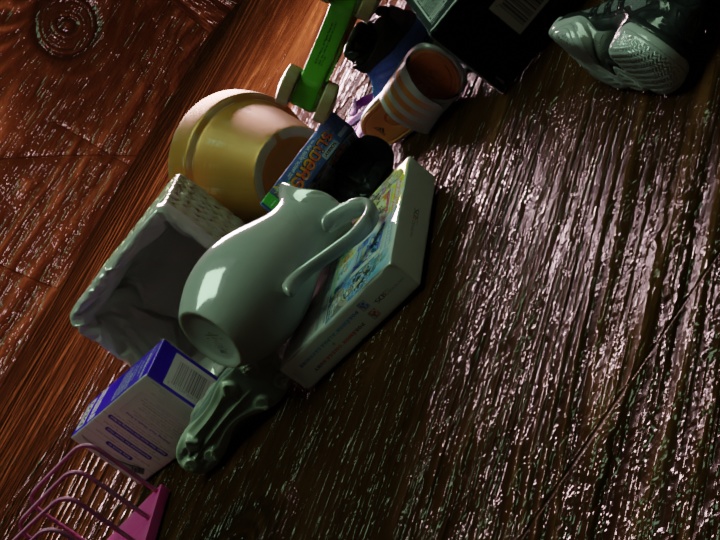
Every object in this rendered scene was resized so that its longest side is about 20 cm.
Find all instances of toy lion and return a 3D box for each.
[{"bbox_3d":[-0.021,-0.286,1.563,0.192,0.068,0.201,-72,7,-68],"label":"toy lion"}]

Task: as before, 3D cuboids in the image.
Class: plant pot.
[{"bbox_3d":[-0.128,-0.133,1.818,0.201,0.200,0.183,-56,32,-11],"label":"plant pot"}]

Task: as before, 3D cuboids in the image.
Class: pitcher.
[{"bbox_3d":[-0.080,-0.001,1.392,0.171,0.122,0.200,-6,38,52],"label":"pitcher"}]

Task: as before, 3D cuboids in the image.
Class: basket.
[{"bbox_3d":[-0.224,0.020,1.730,0.198,0.199,0.161,-48,15,17],"label":"basket"}]

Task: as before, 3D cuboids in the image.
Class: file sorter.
[{"bbox_3d":[-0.316,0.314,1.521,0.139,0.125,0.201,-45,19,26],"label":"file sorter"}]

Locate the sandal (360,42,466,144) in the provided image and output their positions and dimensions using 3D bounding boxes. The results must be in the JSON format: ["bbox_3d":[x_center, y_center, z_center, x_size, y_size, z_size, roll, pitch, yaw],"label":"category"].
[{"bbox_3d":[0.054,-0.185,1.602,0.207,0.079,0.060,-45,17,56],"label":"sandal"}]

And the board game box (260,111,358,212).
[{"bbox_3d":[-0.050,-0.107,1.643,0.136,0.034,0.200,-53,-9,-1],"label":"board game box"}]

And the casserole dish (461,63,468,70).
[{"bbox_3d":[0.160,-0.328,1.650,0.201,0.039,0.121,-59,17,-15],"label":"casserole dish"}]

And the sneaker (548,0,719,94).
[{"bbox_3d":[0.238,-0.215,1.153,0.114,0.075,0.200,-53,22,1],"label":"sneaker"}]

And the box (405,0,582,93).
[{"bbox_3d":[0.150,-0.334,1.483,0.200,0.123,0.199,-48,31,15],"label":"box"}]

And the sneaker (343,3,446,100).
[{"bbox_3d":[0.023,-0.249,1.680,0.200,0.110,0.077,128,152,-53],"label":"sneaker"}]

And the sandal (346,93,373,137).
[{"bbox_3d":[0.010,-0.215,1.811,0.204,0.050,0.082,-60,15,-13],"label":"sandal"}]

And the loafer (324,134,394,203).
[{"bbox_3d":[-0.024,-0.059,1.590,0.200,0.073,0.072,-51,-19,-8],"label":"loafer"}]

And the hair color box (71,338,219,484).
[{"bbox_3d":[-0.251,0.172,1.653,0.200,0.109,0.065,-38,22,41],"label":"hair color box"}]

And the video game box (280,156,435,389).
[{"bbox_3d":[0.000,0.000,1.420,0.182,0.047,0.201,-47,18,32],"label":"video game box"}]

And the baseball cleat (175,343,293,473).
[{"bbox_3d":[-0.136,0.131,1.492,0.200,0.070,0.107,-45,19,24],"label":"baseball cleat"}]

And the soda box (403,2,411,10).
[{"bbox_3d":[0.118,-0.376,1.722,0.201,0.063,0.070,-58,-1,40],"label":"soda box"}]
